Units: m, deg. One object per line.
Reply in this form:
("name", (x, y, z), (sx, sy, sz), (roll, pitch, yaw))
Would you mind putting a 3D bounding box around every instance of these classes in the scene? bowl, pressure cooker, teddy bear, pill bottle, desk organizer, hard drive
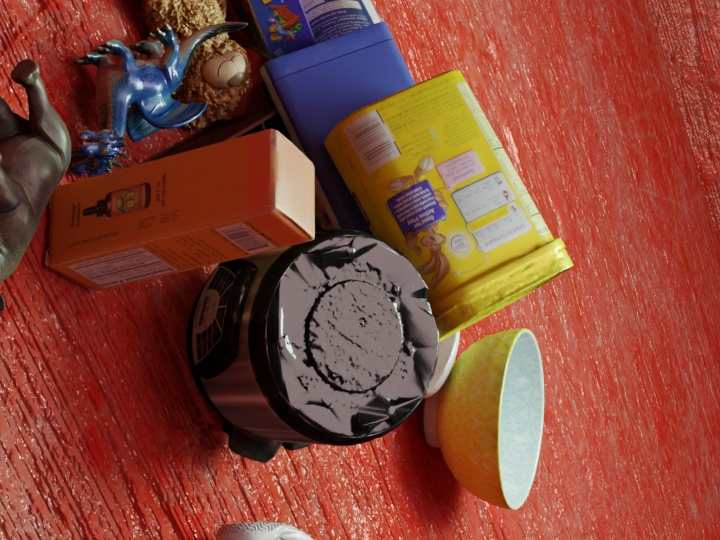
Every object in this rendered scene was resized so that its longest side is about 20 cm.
("bowl", (0.134, 0.164, 1.608), (0.200, 0.107, 0.202), (3, 90, -68))
("pressure cooker", (-0.050, 0.061, 1.188), (0.175, 0.200, 0.180), (-29, 100, -27))
("teddy bear", (-0.153, -0.226, 1.241), (0.145, 0.066, 0.202), (-29, 105, -62))
("pill bottle", (-0.006, -0.180, 1.402), (0.111, 0.110, 0.201), (45, 16, -49))
("desk organizer", (-0.121, -0.084, 1.234), (0.200, 0.076, 0.072), (-44, 118, -61))
("hard drive", (0.009, -0.115, 1.279), (0.131, 0.025, 0.201), (-23, 83, -26))

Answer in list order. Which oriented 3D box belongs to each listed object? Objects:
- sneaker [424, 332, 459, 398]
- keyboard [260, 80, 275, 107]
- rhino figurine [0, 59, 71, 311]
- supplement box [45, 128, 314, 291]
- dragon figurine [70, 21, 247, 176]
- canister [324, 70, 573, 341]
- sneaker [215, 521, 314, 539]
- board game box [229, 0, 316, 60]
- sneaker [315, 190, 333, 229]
("sneaker", (0.086, 0.072, 1.619), (0.089, 0.074, 0.201), (69, 23, -47))
("keyboard", (-0.043, -0.107, 1.432), (0.200, 0.039, 0.104), (50, 9, -34))
("rhino figurine", (-0.250, -0.044, 0.964), (0.088, 0.059, 0.201), (67, 28, -46))
("supplement box", (-0.134, -0.041, 1.044), (0.069, 0.198, 0.067), (39, 44, -58))
("dragon figurine", (-0.166, -0.140, 1.146), (0.199, 0.059, 0.100), (-26, 97, -45))
("canister", (0.074, -0.057, 1.225), (0.148, 0.087, 0.201), (-25, 83, -26))
("sneaker", (-0.062, 0.293, 1.192), (0.200, 0.075, 0.115), (53, 32, -47))
("board game box", (-0.109, -0.300, 1.313), (0.134, 0.044, 0.201), (-135, -158, -69))
("sneaker", (-0.023, -0.025, 1.440), (0.088, 0.075, 0.201), (-84, 159, -55))
